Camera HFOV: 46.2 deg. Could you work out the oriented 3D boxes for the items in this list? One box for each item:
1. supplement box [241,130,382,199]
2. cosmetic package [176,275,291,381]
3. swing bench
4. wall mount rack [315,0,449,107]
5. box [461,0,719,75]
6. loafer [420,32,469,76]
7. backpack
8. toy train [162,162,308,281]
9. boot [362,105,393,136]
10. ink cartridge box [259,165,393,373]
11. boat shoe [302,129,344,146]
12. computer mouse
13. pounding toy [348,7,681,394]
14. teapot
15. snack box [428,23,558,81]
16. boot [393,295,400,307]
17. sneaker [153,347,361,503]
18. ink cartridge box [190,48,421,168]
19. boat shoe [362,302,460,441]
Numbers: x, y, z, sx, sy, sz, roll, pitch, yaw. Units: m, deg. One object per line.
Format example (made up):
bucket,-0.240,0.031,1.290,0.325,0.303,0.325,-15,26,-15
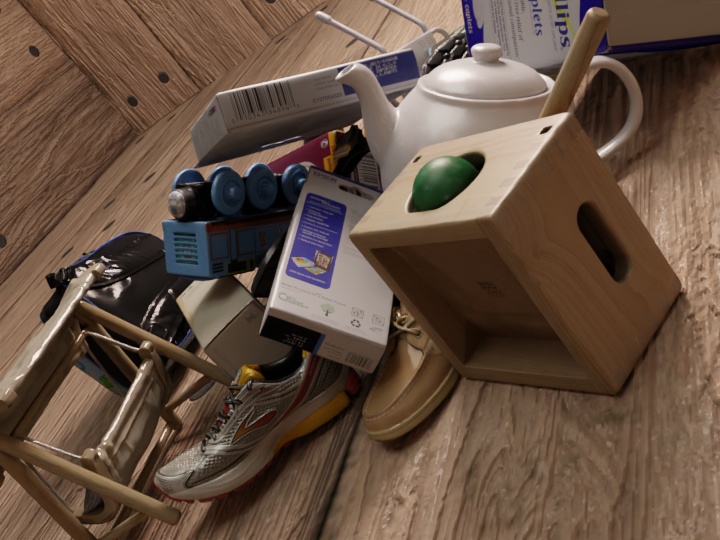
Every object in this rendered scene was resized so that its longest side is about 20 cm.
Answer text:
supplement box,-0.063,-0.084,1.046,0.200,0.085,0.111,-19,74,42
cosmetic package,-0.128,0.064,0.910,0.073,0.104,0.200,-44,21,-5
swing bench,-0.254,0.137,0.823,0.130,0.200,0.199,-38,20,31
wall mount rack,0.040,-0.266,1.043,0.074,0.174,0.200,-17,18,38
box,0.233,-0.257,0.832,0.183,0.105,0.200,-13,9,-27
loafer,0.082,-0.185,0.971,0.201,0.068,0.070,-61,-2,-15
backpack,-0.304,0.051,1.119,0.147,0.183,0.200,-51,4,33
toy train,-0.125,-0.056,0.914,0.086,0.115,0.200,7,13,36
boot,0.065,-0.163,1.094,0.144,0.071,0.202,-14,37,37
ink cartridge box,-0.019,-0.008,0.728,0.200,0.099,0.039,-78,11,-49
boat shoe,-0.042,-0.139,1.132,0.067,0.057,0.200,-32,-23,-13
computer mouse,-0.035,-0.057,0.832,0.141,0.046,0.200,-61,-3,41
pounding toy,0.113,-0.037,0.585,0.142,0.200,0.184,-50,24,-25
teapot,0.113,-0.125,0.743,0.197,0.147,0.200,23,34,37
snack box,0.195,-0.273,1.011,0.200,0.116,0.037,-32,22,19
boot,0.000,0.000,0.866,0.150,0.073,0.200,-32,22,16
sneaker,-0.101,0.127,0.751,0.200,0.082,0.078,-37,21,-11
ink cartridge box,-0.066,-0.159,0.841,0.196,0.043,0.200,-19,6,-20
boat shoe,0.050,0.050,0.700,0.071,0.065,0.200,-14,34,48
